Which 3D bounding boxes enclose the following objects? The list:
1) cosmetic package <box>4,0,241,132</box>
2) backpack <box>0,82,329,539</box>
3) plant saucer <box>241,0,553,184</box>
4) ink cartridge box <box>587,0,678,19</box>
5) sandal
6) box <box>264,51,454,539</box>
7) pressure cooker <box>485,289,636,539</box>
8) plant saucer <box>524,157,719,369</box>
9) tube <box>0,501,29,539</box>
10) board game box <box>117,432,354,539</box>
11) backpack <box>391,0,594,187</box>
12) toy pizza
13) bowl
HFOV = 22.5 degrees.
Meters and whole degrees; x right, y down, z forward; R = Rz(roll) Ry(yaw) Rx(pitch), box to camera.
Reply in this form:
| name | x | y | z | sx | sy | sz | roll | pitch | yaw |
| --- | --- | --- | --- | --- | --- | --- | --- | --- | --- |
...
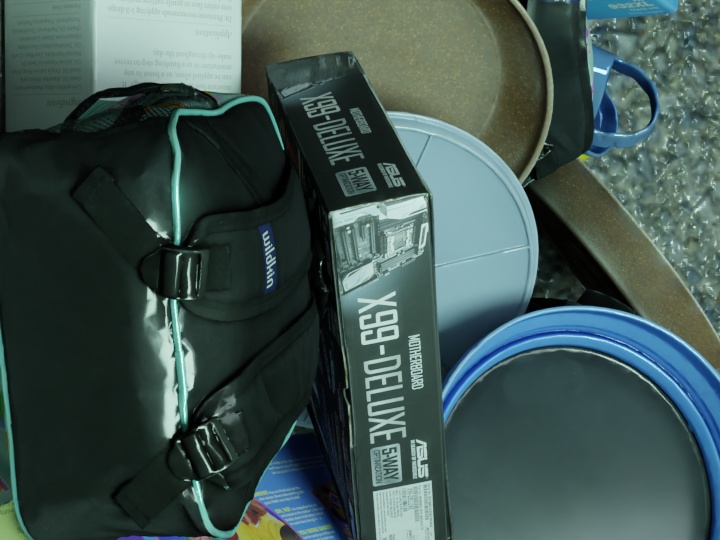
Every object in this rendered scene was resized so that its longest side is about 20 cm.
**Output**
| name | x | y | z | sx | sy | sz | roll | pitch | yaw |
| --- | --- | --- | --- | --- | --- | --- | --- | --- | --- |
| cosmetic package | -0.116 | -0.071 | 0.892 | 0.101 | 0.071 | 0.202 | -3 | 95 | -49 |
| backpack | -0.093 | 0.011 | 0.757 | 0.200 | 0.152 | 0.177 | -37 | 120 | -68 |
| plant saucer | 0.003 | -0.096 | 0.975 | 0.037 | 0.199 | 0.201 | -96 | 159 | -52 |
| ink cartridge box | 0.137 | -0.268 | 1.178 | 0.199 | 0.083 | 0.146 | 23 | 76 | -49 |
| sandal | 0.130 | -0.136 | 1.180 | 0.200 | 0.087 | 0.080 | 33 | 69 | -45 |
| box | -0.002 | 0.016 | 0.890 | 0.049 | 0.158 | 0.201 | -10 | 121 | -9 |
| pressure cooker | 0.111 | 0.114 | 1.106 | 0.179 | 0.175 | 0.200 | 53 | 50 | -14 |
| plant saucer | 0.161 | -0.007 | 1.173 | 0.034 | 0.200 | 0.201 | -38 | 129 | 0 |
| tube | -0.146 | 0.158 | 0.839 | 0.052 | 0.058 | 0.202 | 24 | 54 | -68 |
| board game box | -0.045 | 0.146 | 0.862 | 0.045 | 0.135 | 0.200 | -51 | 156 | 19 |
| backpack | 0.065 | -0.145 | 1.042 | 0.127 | 0.166 | 0.201 | -93 | 164 | -57 |
| toy pizza | 0.000 | 0.000 | 0.994 | 0.199 | 0.032 | 0.201 | -6 | 121 | -10 |
| bowl | 0.121 | 0.121 | 0.978 | 0.199 | 0.039 | 0.202 | 4 | 74 | -16 |
